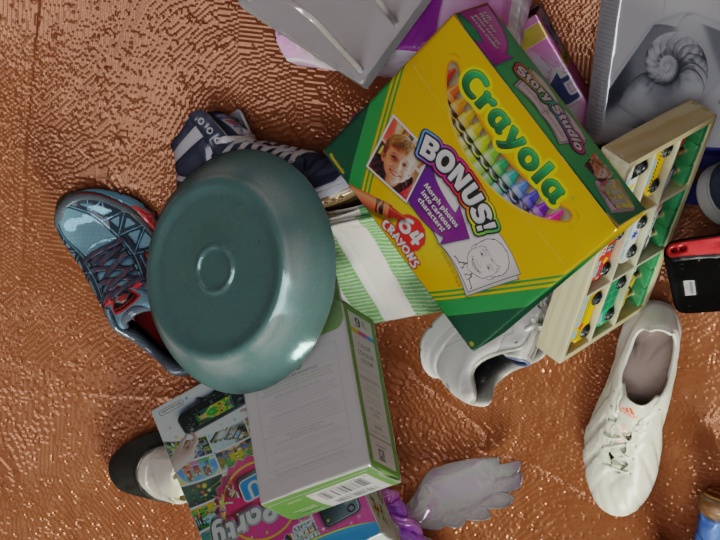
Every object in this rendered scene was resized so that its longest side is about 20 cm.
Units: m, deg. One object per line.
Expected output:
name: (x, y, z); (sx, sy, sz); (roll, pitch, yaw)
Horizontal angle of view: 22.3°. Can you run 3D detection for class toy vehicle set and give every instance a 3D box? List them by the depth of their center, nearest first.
toy vehicle set: (0.209, -0.030, 1.443); (0.026, 0.124, 0.201); (36, 133, 26)

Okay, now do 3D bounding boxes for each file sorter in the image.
file sorter: (-0.006, -0.273, 1.388); (0.139, 0.125, 0.200); (35, 87, 26)

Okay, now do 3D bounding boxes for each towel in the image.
towel: (0.000, 0.000, 1.543); (0.199, 0.023, 0.153); (-12, 138, 19)

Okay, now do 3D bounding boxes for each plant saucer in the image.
plant saucer: (-0.109, 0.000, 1.483); (0.199, 0.036, 0.201); (-3, 84, 36)

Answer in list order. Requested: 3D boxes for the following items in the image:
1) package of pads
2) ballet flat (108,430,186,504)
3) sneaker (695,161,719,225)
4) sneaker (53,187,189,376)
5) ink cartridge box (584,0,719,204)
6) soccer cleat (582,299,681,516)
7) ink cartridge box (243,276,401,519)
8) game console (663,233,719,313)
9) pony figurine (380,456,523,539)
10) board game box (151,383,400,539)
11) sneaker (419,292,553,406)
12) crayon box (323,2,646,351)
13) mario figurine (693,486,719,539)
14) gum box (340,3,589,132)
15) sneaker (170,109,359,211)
package of pads: (0.040, -0.215, 1.463); (0.199, 0.076, 0.121); (9, 79, 23)
ballet flat: (-0.139, 0.175, 1.640); (0.199, 0.068, 0.068); (-10, 104, 11)
sneaker: (0.387, -0.068, 1.433); (0.201, 0.146, 0.077); (3, 75, -18)
sneaker: (-0.193, 0.010, 1.589); (0.079, 0.096, 0.200); (-41, 96, 16)
ink cartridge box: (0.280, -0.145, 1.471); (0.198, 0.041, 0.201); (0, 108, -16)
soccer cleat: (0.233, 0.123, 1.567); (0.069, 0.078, 0.201); (11, 106, 5)
ink cartridge box: (-0.039, 0.091, 1.494); (0.103, 0.059, 0.201); (-22, 62, 22)
game console: (0.336, -0.004, 1.464); (0.176, 0.200, 0.031); (-4, 75, 12)
pony figurine: (0.045, 0.253, 1.606); (0.192, 0.167, 0.201); (1, 120, 16)
board game box: (-0.072, 0.176, 1.548); (0.147, 0.064, 0.201); (-29, 64, 6)
sneaker: (0.139, 0.032, 1.510); (0.074, 0.087, 0.200); (29, 105, -40)
crayon box: (0.091, -0.069, 1.385); (0.200, 0.058, 0.173); (53, 130, 8)
mario figurine: (0.310, 0.299, 1.586); (0.123, 0.106, 0.201); (22, 102, 38)
gum box: (0.092, -0.120, 1.528); (0.199, 0.066, 0.114); (-30, 100, 15)
sneaker: (-0.078, -0.094, 1.533); (0.199, 0.070, 0.109); (-14, 86, 30)
